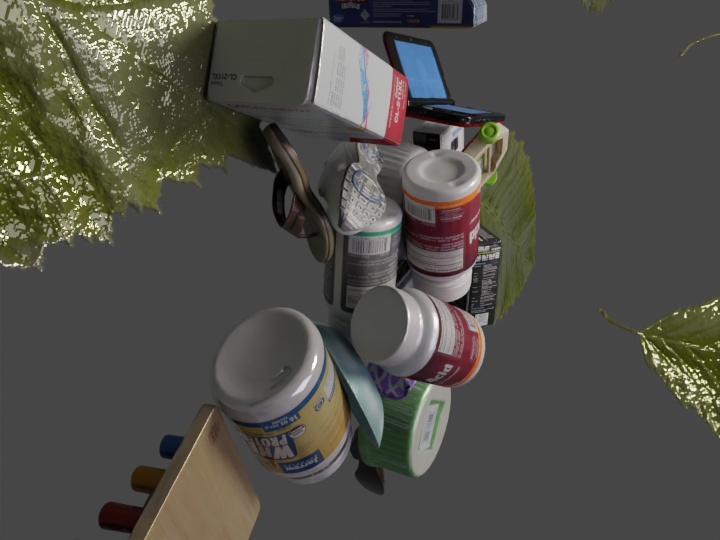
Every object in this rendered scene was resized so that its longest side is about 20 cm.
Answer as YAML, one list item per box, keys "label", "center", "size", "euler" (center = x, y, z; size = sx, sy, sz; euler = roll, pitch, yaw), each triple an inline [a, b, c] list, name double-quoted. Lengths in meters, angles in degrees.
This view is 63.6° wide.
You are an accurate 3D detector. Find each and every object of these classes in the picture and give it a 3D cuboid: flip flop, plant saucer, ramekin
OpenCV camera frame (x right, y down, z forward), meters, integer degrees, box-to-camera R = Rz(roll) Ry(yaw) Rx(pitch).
- label: "flip flop"
  center: [-0.085, -0.086, 0.721]
  size: [0.057, 0.081, 0.203]
  euler: [-33, 140, -11]
- label: "plant saucer"
  center: [-0.013, 0.150, 0.818]
  size: [0.038, 0.202, 0.204]
  euler: [-29, 136, -11]
- label: "ramekin"
  center: [0.085, 0.257, 1.021]
  size: [0.199, 0.095, 0.207]
  euler: [-33, 129, -52]
- label: "ramekin"
  center: [0.060, -0.112, 0.949]
  size: [0.201, 0.092, 0.210]
  euler: [-34, 130, -52]

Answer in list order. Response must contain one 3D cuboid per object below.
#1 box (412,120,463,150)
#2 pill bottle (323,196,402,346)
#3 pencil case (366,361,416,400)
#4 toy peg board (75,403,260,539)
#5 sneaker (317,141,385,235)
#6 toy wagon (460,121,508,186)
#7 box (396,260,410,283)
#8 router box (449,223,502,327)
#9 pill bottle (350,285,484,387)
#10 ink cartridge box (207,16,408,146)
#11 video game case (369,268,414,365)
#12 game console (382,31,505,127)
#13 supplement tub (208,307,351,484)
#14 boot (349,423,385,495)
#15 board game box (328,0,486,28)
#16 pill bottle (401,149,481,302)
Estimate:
- label: "box"
  center: [0.154, -0.186, 1.128]
  size: [0.116, 0.058, 0.206]
  euler: [-42, 136, -47]
- label: "pill bottle"
  center: [0.000, 0.000, 0.855]
  size: [0.113, 0.110, 0.206]
  euler: [-37, 139, -50]
- label: "pencil case"
  center: [0.082, 0.124, 0.967]
  size: [0.200, 0.081, 0.088]
  euler: [-45, 138, -49]
- label: "toy peg board"
  center: [-0.211, 0.287, 0.635]
  size: [0.202, 0.094, 0.205]
  euler: [-69, 156, -48]
- label: "sneaker"
  center: [-0.017, -0.106, 0.753]
  size: [0.075, 0.086, 0.203]
  euler: [44, 29, -25]
- label: "toy wagon"
  center: [0.171, -0.148, 0.953]
  size: [0.200, 0.039, 0.156]
  euler: [-47, 159, -5]
- label: "box"
  center: [0.066, 0.028, 1.077]
  size: [0.201, 0.034, 0.113]
  euler: [-49, 141, -42]
- label: "router box"
  center: [0.173, -0.014, 1.030]
  size: [0.060, 0.201, 0.155]
  euler: [-7, 116, -15]
- label: "pill bottle"
  center: [0.082, 0.093, 0.807]
  size: [0.197, 0.112, 0.118]
  euler: [22, 82, -48]
- label: "ink cartridge box"
  center: [-0.051, -0.204, 0.650]
  size: [0.198, 0.142, 0.086]
  euler: [1, 100, -61]
- label: "video game case"
  center: [0.069, 0.101, 1.048]
  size: [0.182, 0.023, 0.206]
  euler: [-44, 147, -48]
- label: "game console"
  center: [0.142, -0.309, 0.946]
  size: [0.198, 0.168, 0.123]
  euler: [-25, 127, -55]
- label: "supplement tub"
  center: [-0.090, 0.164, 0.728]
  size: [0.146, 0.141, 0.203]
  euler: [-57, 145, -32]
- label: "boot"
  center: [0.051, 0.312, 1.148]
  size: [0.202, 0.062, 0.191]
  euler: [-58, 149, -41]
- label: "board game box"
  center: [0.078, -0.379, 0.815]
  size: [0.201, 0.193, 0.064]
  euler: [-56, 149, -59]
- label: "pill bottle"
  center: [0.120, -0.060, 0.857]
  size: [0.115, 0.111, 0.205]
  euler: [-50, 146, -39]
